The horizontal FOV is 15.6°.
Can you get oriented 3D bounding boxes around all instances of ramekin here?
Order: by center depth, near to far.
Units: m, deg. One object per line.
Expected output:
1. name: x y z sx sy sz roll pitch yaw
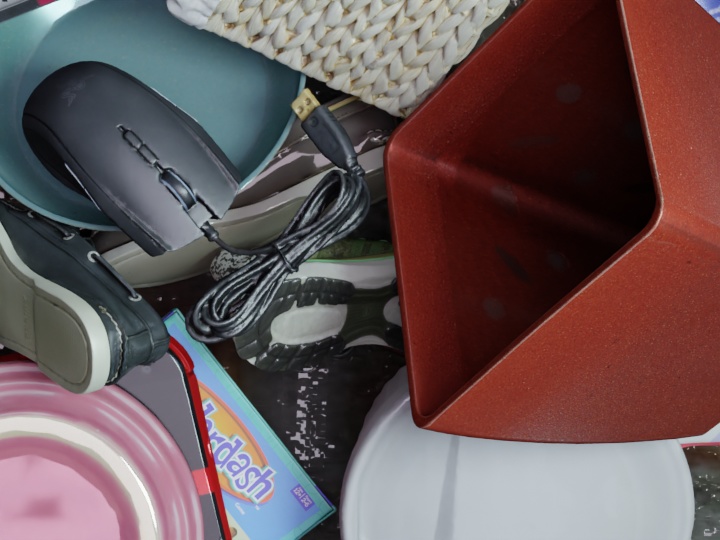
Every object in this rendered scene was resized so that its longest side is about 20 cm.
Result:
1. ramekin: 0.084 0.125 1.510 0.201 0.094 0.204 -2 109 -5

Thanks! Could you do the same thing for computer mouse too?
1. computer mouse: -0.089 -0.070 1.436 0.140 0.046 0.200 -38 66 -11

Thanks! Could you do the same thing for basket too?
1. basket: 0.019 -0.222 1.446 0.160 0.200 0.199 29 54 -10

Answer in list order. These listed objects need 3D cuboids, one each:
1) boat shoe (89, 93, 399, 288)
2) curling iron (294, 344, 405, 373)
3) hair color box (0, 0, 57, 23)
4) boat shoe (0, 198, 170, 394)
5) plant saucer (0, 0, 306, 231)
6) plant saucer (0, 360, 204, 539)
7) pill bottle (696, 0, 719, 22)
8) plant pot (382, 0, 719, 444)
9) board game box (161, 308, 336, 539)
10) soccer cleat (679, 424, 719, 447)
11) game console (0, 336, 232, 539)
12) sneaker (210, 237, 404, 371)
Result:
1. boat shoe: -0.069 -0.048 1.527 0.199 0.072 0.060 -22 72 0
2. curling iron: 0.041 0.057 1.557 0.199 0.026 0.050 16 53 -10
3. hair color box: -0.235 -0.178 1.460 0.199 0.061 0.100 -18 101 23
4. boat shoe: -0.172 0.005 1.473 0.066 0.199 0.075 -12 116 -32
5. plant saucer: -0.127 -0.104 1.503 0.199 0.036 0.201 -2 64 4
6. plant saucer: -0.185 0.151 1.450 0.199 0.051 0.202 0 92 -7
7. pill bottle: 0.194 -0.110 1.533 0.119 0.120 0.201 -19 92 -7
8. plant pot: 0.147 -0.020 1.390 0.176 0.200 0.201 21 44 -29
9. board game box: -0.138 0.142 1.528 0.200 0.045 0.152 -38 93 -5
10. soccer cleat: 0.251 0.067 1.573 0.199 0.068 0.074 -11 110 -8
11. game console: -0.179 0.134 1.490 0.199 0.031 0.178 -13 94 -5
12. sneaker: 0.000 0.000 1.529 0.199 0.089 0.077 -3 124 -32
